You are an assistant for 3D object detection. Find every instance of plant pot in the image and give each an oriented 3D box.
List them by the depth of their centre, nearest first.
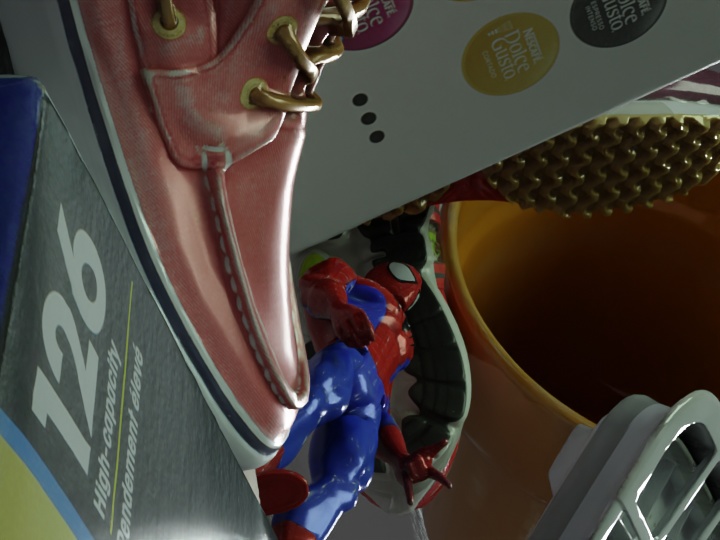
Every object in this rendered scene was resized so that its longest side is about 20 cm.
[{"bbox_3d":[0.109,0.061,0.976,0.184,0.199,0.201,109,-20,-46],"label":"plant pot"}]

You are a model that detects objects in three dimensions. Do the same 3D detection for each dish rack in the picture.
[{"bbox_3d":[0.073,0.145,0.798,0.201,0.043,0.172,-57,148,-15],"label":"dish rack"}]

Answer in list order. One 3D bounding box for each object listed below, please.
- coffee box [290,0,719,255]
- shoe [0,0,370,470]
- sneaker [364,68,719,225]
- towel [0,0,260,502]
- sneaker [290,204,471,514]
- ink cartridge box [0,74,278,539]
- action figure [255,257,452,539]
[{"bbox_3d":[0.009,-0.170,0.671,0.200,0.197,0.201,64,4,-45],"label":"coffee box"},{"bbox_3d":[-0.026,-0.055,0.500,0.072,0.090,0.201,-65,139,-73],"label":"shoe"},{"bbox_3d":[0.045,-0.071,0.823,0.075,0.199,0.091,105,-21,-60],"label":"sneaker"},{"bbox_3d":[-0.067,-0.011,0.561,0.191,0.032,0.201,62,16,-55],"label":"towel"},{"bbox_3d":[0.000,0.000,0.876,0.085,0.076,0.201,81,4,-64],"label":"sneaker"},{"bbox_3d":[-0.060,0.072,0.351,0.200,0.047,0.198,69,18,-46],"label":"ink cartridge box"},{"bbox_3d":[-0.004,0.043,0.732,0.200,0.051,0.066,-72,141,-65],"label":"action figure"}]
